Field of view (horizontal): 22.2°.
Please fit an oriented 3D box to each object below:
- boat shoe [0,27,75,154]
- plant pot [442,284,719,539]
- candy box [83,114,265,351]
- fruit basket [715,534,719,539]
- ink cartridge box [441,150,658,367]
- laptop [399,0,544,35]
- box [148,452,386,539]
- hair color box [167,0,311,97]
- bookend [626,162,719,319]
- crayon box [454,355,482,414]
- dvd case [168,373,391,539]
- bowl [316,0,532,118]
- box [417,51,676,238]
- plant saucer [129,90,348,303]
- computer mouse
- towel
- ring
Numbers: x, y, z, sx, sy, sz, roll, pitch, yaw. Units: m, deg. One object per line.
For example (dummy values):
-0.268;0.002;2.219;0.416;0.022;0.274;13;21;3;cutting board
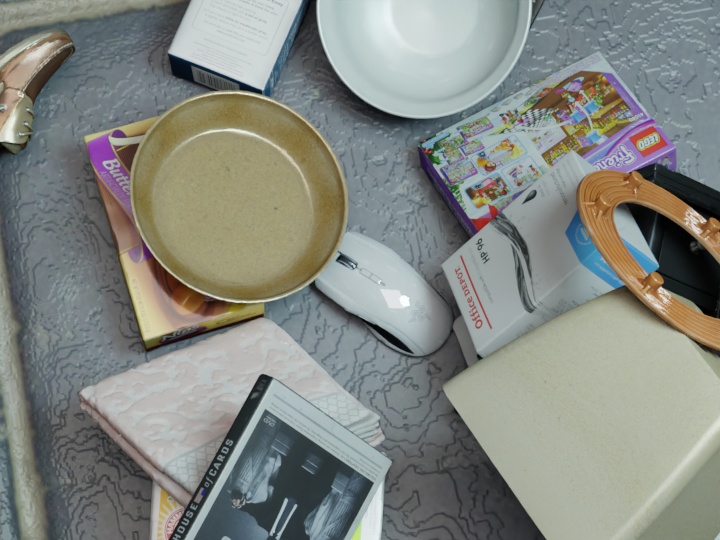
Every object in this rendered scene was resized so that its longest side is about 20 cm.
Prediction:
-0.331;-0.138;1.688;0.072;0.076;0.200;45;88;5;boat shoe
0.221;0.122;1.466;0.177;0.199;0.201;-43;63;16;plant pot
-0.169;-0.040;1.672;0.116;0.056;0.201;-16;78;-8;candy box
0.278;0.301;1.575;0.185;0.094;0.200;-37;70;-20;fruit basket
0.145;0.009;1.576;0.200;0.068;0.116;-42;40;20;ink cartridge box
0.110;-0.328;1.730;0.176;0.103;0.201;27;76;6;laptop
-0.081;0.213;1.586;0.198;0.101;0.113;4;75;-1;box
-0.097;-0.264;1.729;0.099;0.061;0.201;22;76;4;hair color box
0.292;0.039;1.602;0.199;0.092;0.200;23;70;-23;bookend
0.184;0.064;1.658;0.126;0.051;0.201;26;76;5;crayon box
-0.074;0.206;1.477;0.150;0.025;0.201;37;75;-35;dvd case
0.063;-0.244;1.698;0.199;0.090;0.203;1;97;9;bowl
0.170;-0.104;1.684;0.199;0.039;0.137;-27;56;-8;box
-0.110;-0.062;1.636;0.199;0.035;0.202;5;70;-15;plant saucer
0.000;0.000;1.673;0.199;0.044;0.110;34;76;7;computer mouse
-0.109;0.120;1.564;0.199;0.032;0.191;-20;40;-33;towel
0.257;-0.013;1.466;0.200;0.200;0.019;45;120;9;ring
